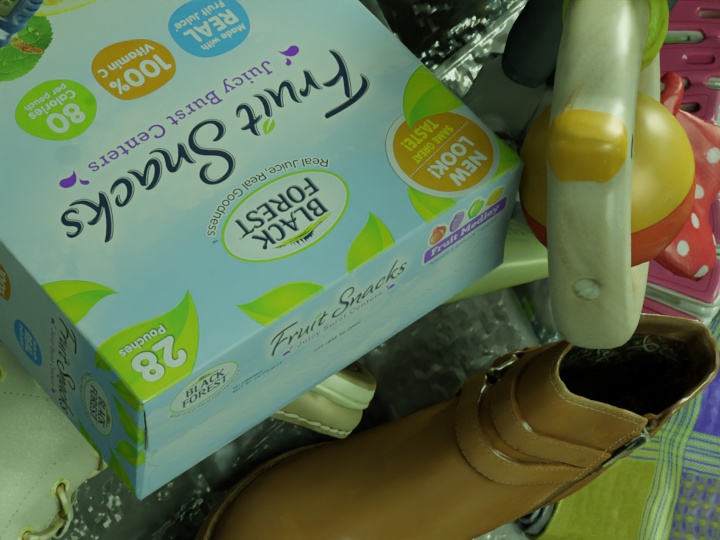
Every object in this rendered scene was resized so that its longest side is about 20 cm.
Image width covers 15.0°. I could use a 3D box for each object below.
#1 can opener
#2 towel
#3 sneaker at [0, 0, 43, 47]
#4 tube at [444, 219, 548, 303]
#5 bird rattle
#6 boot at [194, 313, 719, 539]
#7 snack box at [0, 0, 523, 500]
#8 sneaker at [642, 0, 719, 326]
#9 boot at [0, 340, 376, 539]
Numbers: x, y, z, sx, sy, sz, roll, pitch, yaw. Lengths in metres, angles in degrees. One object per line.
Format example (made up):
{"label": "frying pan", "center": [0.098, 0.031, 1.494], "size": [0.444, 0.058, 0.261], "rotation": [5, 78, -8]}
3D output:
{"label": "can opener", "center": [0.084, -0.095, 1.085], "size": [0.052, 0.200, 0.067], "rotation": [22, 53, -7]}
{"label": "towel", "center": [0.164, 0.074, 1.264], "size": [0.199, 0.023, 0.144], "rotation": [18, 90, -37]}
{"label": "sneaker", "center": [-0.122, -0.134, 0.920], "size": [0.200, 0.088, 0.075], "rotation": [-37, 114, 9]}
{"label": "tube", "center": [0.000, 0.000, 1.102], "size": [0.199, 0.058, 0.052], "rotation": [-9, 148, -30]}
{"label": "bird rattle", "center": [0.084, -0.046, 0.979], "size": [0.163, 0.112, 0.201], "rotation": [-72, 171, -45]}
{"label": "boot", "center": [0.040, 0.080, 1.085], "size": [0.199, 0.155, 0.077], "rotation": [-14, 78, -36]}
{"label": "snack box", "center": [-0.070, -0.045, 0.961], "size": [0.168, 0.200, 0.068], "rotation": [-33, 155, -25]}
{"label": "sneaker", "center": [0.136, -0.062, 1.180], "size": [0.087, 0.073, 0.201], "rotation": [43, 48, -73]}
{"label": "boot", "center": [-0.105, 0.075, 1.000], "size": [0.199, 0.072, 0.156], "rotation": [14, 93, 0]}
